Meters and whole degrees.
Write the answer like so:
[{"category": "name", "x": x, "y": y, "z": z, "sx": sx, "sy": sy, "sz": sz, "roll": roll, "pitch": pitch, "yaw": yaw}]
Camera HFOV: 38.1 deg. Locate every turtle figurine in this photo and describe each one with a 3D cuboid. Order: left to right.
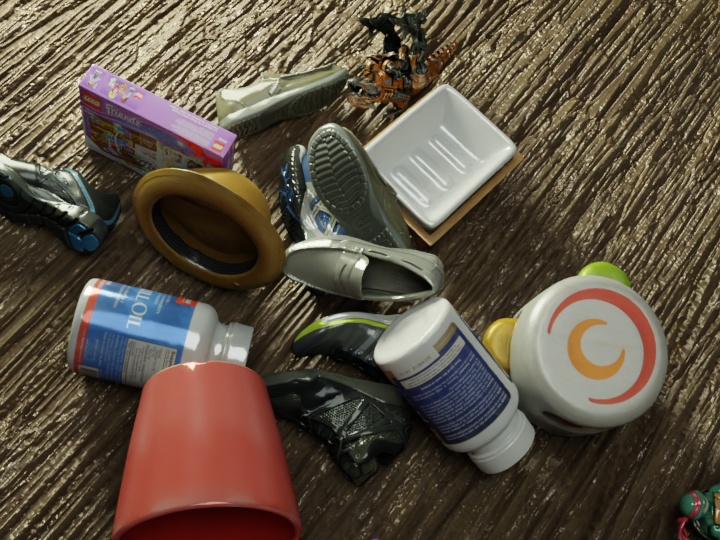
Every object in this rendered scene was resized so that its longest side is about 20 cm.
[{"category": "turtle figurine", "x": 0.455, "y": 0.291, "z": 1.251, "sx": 0.198, "sy": 0.100, "sz": 0.152, "roll": 15, "pitch": 77, "yaw": -21}]

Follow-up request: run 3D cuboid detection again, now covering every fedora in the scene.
[{"category": "fedora", "x": -0.172, "y": -0.065, "z": 1.255, "sx": 0.199, "sy": 0.201, "sz": 0.082, "roll": 24, "pitch": 50, "yaw": 1}]

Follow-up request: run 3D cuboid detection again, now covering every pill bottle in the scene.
[{"category": "pill bottle", "x": -0.228, "y": 0.084, "z": 1.208, "sx": 0.198, "sy": 0.112, "sz": 0.113, "roll": 13, "pitch": 63, "yaw": -6}, {"category": "pill bottle", "x": 0.115, "y": 0.139, "z": 1.219, "sx": 0.200, "sy": 0.111, "sz": 0.111, "roll": 51, "pitch": 63, "yaw": -16}]

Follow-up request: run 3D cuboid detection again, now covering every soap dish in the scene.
[{"category": "soap dish", "x": 0.098, "y": -0.138, "z": 1.392, "sx": 0.157, "sy": 0.081, "sz": 0.200, "roll": 44, "pitch": 65, "yaw": 10}]

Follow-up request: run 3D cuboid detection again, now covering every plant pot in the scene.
[{"category": "plant pot", "x": -0.166, "y": 0.209, "z": 1.128, "sx": 0.198, "sy": 0.201, "sz": 0.179, "roll": 1, "pitch": 55, "yaw": -11}]

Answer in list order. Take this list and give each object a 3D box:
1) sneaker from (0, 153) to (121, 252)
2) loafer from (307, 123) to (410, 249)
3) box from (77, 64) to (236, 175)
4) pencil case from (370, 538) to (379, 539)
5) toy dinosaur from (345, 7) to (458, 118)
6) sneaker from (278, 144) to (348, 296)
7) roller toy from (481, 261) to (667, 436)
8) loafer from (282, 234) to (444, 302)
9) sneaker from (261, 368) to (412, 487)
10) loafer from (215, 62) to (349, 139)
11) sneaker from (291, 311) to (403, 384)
[{"category": "sneaker", "x": -0.393, "y": -0.097, "z": 1.294, "sx": 0.199, "sy": 0.073, "sz": 0.082, "roll": 31, "pitch": 47, "yaw": -2}, {"category": "loafer", "x": 0.002, "y": -0.090, "z": 1.290, "sx": 0.202, "sy": 0.075, "sz": 0.070, "roll": 63, "pitch": 26, "yaw": -12}, {"category": "box", "x": -0.253, "y": -0.162, "z": 1.304, "sx": 0.198, "sy": 0.137, "sz": 0.039, "roll": 27, "pitch": 63, "yaw": 2}, {"category": "pencil case", "x": -0.051, "y": 0.358, "z": 1.133, "sx": 0.198, "sy": 0.089, "sz": 0.089, "roll": -13, "pitch": 68, "yaw": -19}, {"category": "toy dinosaur", "x": 0.054, "y": -0.290, "z": 1.454, "sx": 0.101, "sy": 0.137, "sz": 0.200, "roll": 1, "pitch": 24, "yaw": 30}, {"category": "sneaker", "x": -0.053, "y": -0.066, "z": 1.341, "sx": 0.076, "sy": 0.076, "sz": 0.202, "roll": -11, "pitch": 77, "yaw": -22}, {"category": "roller toy", "x": 0.266, "y": 0.109, "z": 1.276, "sx": 0.199, "sy": 0.140, "sz": 0.184, "roll": -28, "pitch": 82, "yaw": -16}, {"category": "loafer", "x": 0.000, "y": 0.000, "z": 1.234, "sx": 0.197, "sy": 0.070, "sz": 0.071, "roll": 3, "pitch": 107, "yaw": 10}, {"category": "sneaker", "x": -0.036, "y": 0.183, "z": 1.218, "sx": 0.197, "sy": 0.076, "sz": 0.115, "roll": 13, "pitch": 57, "yaw": -11}, {"category": "loafer", "x": -0.108, "y": -0.244, "z": 1.405, "sx": 0.198, "sy": 0.075, "sz": 0.070, "roll": -23, "pitch": 75, "yaw": -20}, {"category": "sneaker", "x": 0.014, "y": 0.098, "z": 1.272, "sx": 0.197, "sy": 0.074, "sz": 0.082, "roll": -1, "pitch": 68, "yaw": -9}]
